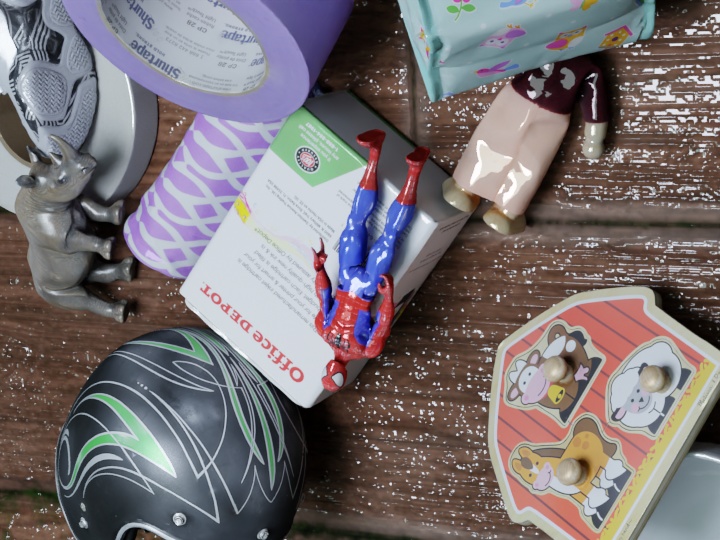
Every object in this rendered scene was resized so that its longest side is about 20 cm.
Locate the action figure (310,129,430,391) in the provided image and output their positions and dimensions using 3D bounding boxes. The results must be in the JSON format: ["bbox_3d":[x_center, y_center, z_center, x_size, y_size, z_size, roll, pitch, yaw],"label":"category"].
[{"bbox_3d":[0.000,0.000,1.350,0.065,0.052,0.200,20,115,15],"label":"action figure"}]

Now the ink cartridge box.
[{"bbox_3d":[-0.027,-0.016,1.435,0.145,0.084,0.200,41,118,13],"label":"ink cartridge box"}]

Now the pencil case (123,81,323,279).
[{"bbox_3d":[-0.116,-0.086,1.473,0.200,0.084,0.086,-53,40,26],"label":"pencil case"}]

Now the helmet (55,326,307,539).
[{"bbox_3d":[-0.137,0.144,1.479,0.191,0.200,0.200,-30,86,44],"label":"helmet"}]

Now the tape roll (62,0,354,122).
[{"bbox_3d":[-0.111,-0.200,1.320,0.200,0.085,0.200,21,153,11],"label":"tape roll"}]

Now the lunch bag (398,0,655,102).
[{"bbox_3d":[0.095,-0.240,1.246,0.170,0.122,0.200,-16,70,-1],"label":"lunch bag"}]

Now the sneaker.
[{"bbox_3d":[-0.290,-0.189,1.510,0.115,0.075,0.200,4,114,41],"label":"sneaker"}]

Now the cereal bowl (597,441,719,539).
[{"bbox_3d":[0.253,0.215,1.333,0.200,0.083,0.200,8,106,29],"label":"cereal bowl"}]

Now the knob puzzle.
[{"bbox_3d":[0.156,0.096,1.336,0.220,0.030,0.220,-23,56,39],"label":"knob puzzle"}]

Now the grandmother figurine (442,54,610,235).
[{"bbox_3d":[0.130,-0.128,1.338,0.121,0.061,0.200,27,114,-8],"label":"grandmother figurine"}]

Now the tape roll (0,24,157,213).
[{"bbox_3d":[-0.264,-0.140,1.569,0.203,0.037,0.203,7,105,28],"label":"tape roll"}]

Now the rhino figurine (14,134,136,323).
[{"bbox_3d":[-0.241,-0.037,1.520,0.087,0.060,0.200,8,139,8],"label":"rhino figurine"}]
